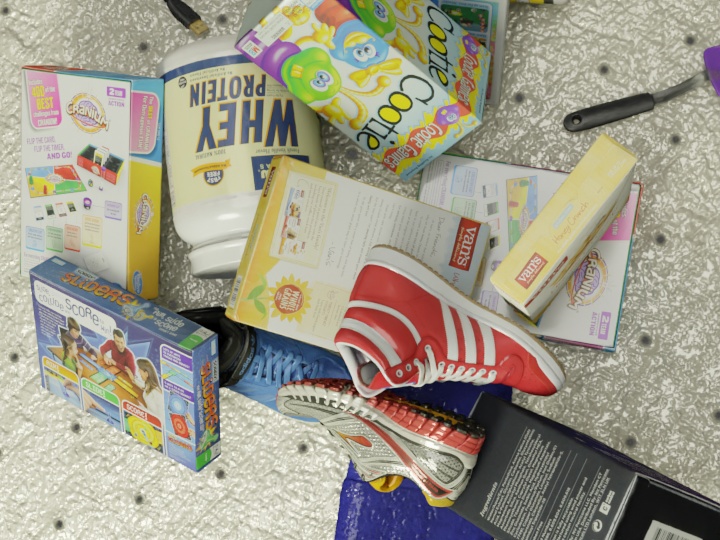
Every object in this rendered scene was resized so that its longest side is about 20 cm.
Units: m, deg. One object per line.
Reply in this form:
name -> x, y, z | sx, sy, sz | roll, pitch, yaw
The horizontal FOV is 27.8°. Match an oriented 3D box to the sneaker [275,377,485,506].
sneaker -> 0.006, 0.142, 1.234 | 0.199, 0.078, 0.083 | 18, 96, 34

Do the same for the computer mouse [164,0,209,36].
computer mouse -> -0.106, -0.273, 1.388 | 0.200, 0.046, 0.141 | 40, 90, 10

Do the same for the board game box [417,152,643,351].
board game box -> 0.145, -0.017, 1.322 | 0.199, 0.040, 0.154 | 10, 86, 9

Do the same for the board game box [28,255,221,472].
board game box -> -0.212, 0.082, 1.306 | 0.199, 0.034, 0.136 | 24, 129, 29

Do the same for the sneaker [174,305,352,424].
sneaker -> -0.090, 0.088, 1.319 | 0.199, 0.111, 0.077 | 22, 88, 10

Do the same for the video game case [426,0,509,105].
video game case -> 0.035, -0.240, 1.313 | 0.199, 0.183, 0.024 | 10, 45, 9

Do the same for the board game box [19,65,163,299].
board game box -> -0.249, -0.082, 1.336 | 0.152, 0.040, 0.201 | 12, 104, 36

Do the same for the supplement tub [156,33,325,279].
supplement tub -> -0.105, -0.101, 1.322 | 0.144, 0.145, 0.201 | -9, 83, 8

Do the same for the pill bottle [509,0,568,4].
pill bottle -> 0.097, -0.304, 1.328 | 0.199, 0.111, 0.112 | 4, 85, 10

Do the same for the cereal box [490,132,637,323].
cereal box -> 0.168, -0.029, 1.189 | 0.039, 0.200, 0.144 | 38, 91, 10

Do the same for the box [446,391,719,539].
box -> 0.184, 0.195, 1.202 | 0.200, 0.148, 0.105 | 26, 91, 52

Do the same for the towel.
towel -> 0.057, 0.169, 1.315 | 0.147, 0.050, 0.201 | 9, 85, -12

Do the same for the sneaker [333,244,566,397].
sneaker -> 0.069, 0.077, 1.196 | 0.199, 0.071, 0.113 | 33, 67, -10

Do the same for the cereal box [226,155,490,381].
cereal box -> 0.000, 0.000, 1.247 | 0.199, 0.040, 0.145 | 18, 88, -18

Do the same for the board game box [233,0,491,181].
board game box -> 0.006, -0.191, 1.266 | 0.200, 0.103, 0.105 | 36, 130, -23

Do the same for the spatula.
spatula -> 0.282, -0.163, 1.331 | 0.199, 0.021, 0.057 | -19, 70, 9
